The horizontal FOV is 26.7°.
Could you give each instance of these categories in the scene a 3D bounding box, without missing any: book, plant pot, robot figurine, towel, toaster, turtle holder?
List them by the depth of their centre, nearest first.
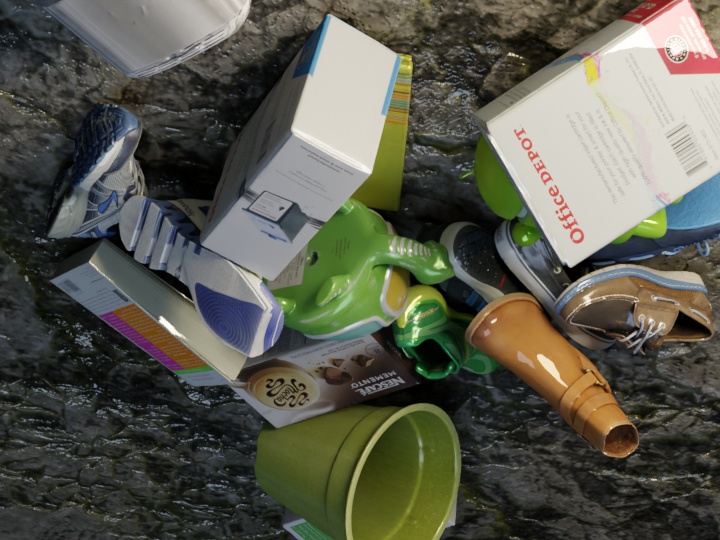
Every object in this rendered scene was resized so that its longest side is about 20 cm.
[{"bbox_3d":[-0.180,-0.246,1.268,0.198,0.115,0.129,-22,135,27],"label":"toaster"},{"bbox_3d":[0.194,-0.092,1.398,0.197,0.117,0.177,12,134,-6],"label":"robot figurine"},{"bbox_3d":[0.003,-0.133,1.455,0.085,0.018,0.201,9,141,5],"label":"towel"},{"bbox_3d":[-0.005,-0.006,1.511,0.185,0.142,0.131,-39,137,21],"label":"turtle holder"},{"bbox_3d":[-0.228,0.051,1.623,0.199,0.048,0.133,39,154,-19],"label":"book"},{"bbox_3d":[-0.017,0.228,1.740,0.188,0.201,0.201,14,151,40],"label":"plant pot"}]

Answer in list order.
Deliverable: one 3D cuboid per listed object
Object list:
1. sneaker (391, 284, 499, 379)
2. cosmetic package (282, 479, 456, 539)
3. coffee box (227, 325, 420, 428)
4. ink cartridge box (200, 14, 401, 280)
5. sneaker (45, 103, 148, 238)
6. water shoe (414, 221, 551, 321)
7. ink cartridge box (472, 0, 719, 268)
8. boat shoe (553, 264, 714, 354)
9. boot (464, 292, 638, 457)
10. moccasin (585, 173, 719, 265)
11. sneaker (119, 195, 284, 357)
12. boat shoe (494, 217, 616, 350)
[{"bbox_3d":[0.085,0.080,1.623,0.073,0.085,0.199,-8,157,33],"label":"sneaker"},{"bbox_3d":[0.013,0.283,1.890,0.198,0.086,0.108,-24,128,32],"label":"cosmetic package"},{"bbox_3d":[-0.041,0.090,1.670,0.198,0.081,0.113,-19,134,28],"label":"coffee box"},{"bbox_3d":[-0.056,-0.107,1.371,0.085,0.148,0.200,26,142,-14],"label":"ink cartridge box"},{"bbox_3d":[-0.244,-0.094,1.498,0.084,0.078,0.200,13,148,-24],"label":"sneaker"},{"bbox_3d":[0.130,0.009,1.581,0.078,0.072,0.200,8,152,44],"label":"water shoe"},{"bbox_3d":[0.215,-0.121,1.290,0.199,0.083,0.147,-32,104,2],"label":"ink cartridge box"},{"bbox_3d":[0.283,0.042,1.522,0.198,0.073,0.072,-2,145,-32],"label":"boat shoe"},{"bbox_3d":[0.197,0.107,1.504,0.074,0.155,0.199,-47,144,16],"label":"boot"},{"bbox_3d":[0.294,-0.051,1.477,0.198,0.081,0.068,-8,147,33],"label":"moccasin"},{"bbox_3d":[-0.131,-0.015,1.478,0.199,0.115,0.081,42,125,22],"label":"sneaker"},{"bbox_3d":[0.216,0.012,1.559,0.056,0.069,0.200,-26,128,32],"label":"boat shoe"}]
